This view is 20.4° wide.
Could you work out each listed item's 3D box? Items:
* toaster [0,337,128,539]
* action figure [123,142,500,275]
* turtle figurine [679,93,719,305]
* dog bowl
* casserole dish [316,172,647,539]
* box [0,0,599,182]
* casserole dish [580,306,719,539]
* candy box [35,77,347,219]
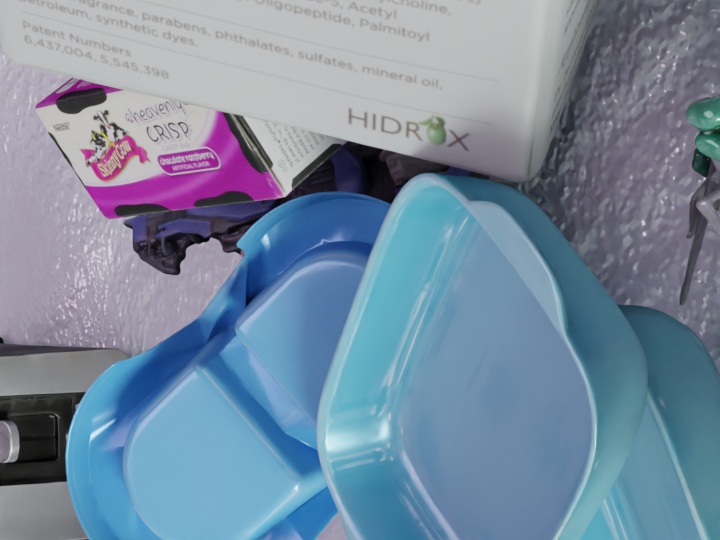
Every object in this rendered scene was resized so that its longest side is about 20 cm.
[{"bbox_3d":[-0.220,0.130,1.160,0.200,0.118,0.182,0,90,54],"label":"toaster"},{"bbox_3d":[0.000,0.000,0.873,0.199,0.104,0.194,-6,80,33],"label":"action figure"},{"bbox_3d":[0.147,-0.066,0.673,0.150,0.100,0.201,65,-164,-76],"label":"turtle figurine"},{"bbox_3d":[-0.030,0.050,0.807,0.200,0.050,0.112,-44,85,21],"label":"dog bowl"},{"bbox_3d":[0.041,0.051,0.689,0.121,0.039,0.200,55,146,28],"label":"casserole dish"},{"bbox_3d":[-0.005,-0.172,0.670,0.172,0.199,0.199,93,-166,-49],"label":"box"},{"bbox_3d":[0.108,0.092,0.714,0.121,0.039,0.201,-3,110,68],"label":"casserole dish"},{"bbox_3d":[-0.017,-0.105,0.812,0.136,0.200,0.061,-4,122,53],"label":"candy box"}]
